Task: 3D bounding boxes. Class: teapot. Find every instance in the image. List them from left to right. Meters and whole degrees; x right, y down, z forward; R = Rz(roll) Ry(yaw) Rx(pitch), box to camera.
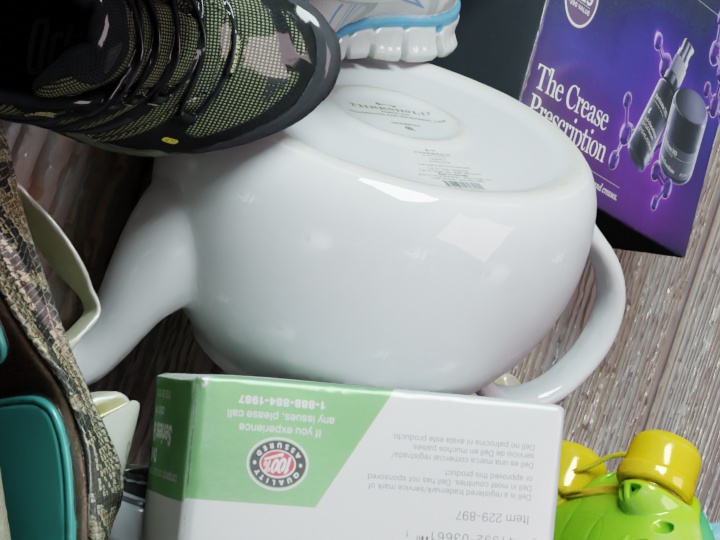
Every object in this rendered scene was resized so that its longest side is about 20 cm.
[{"bbox_3d":[0.000,0.000,1.067,0.197,0.199,0.147,-41,149,-64],"label":"teapot"}]

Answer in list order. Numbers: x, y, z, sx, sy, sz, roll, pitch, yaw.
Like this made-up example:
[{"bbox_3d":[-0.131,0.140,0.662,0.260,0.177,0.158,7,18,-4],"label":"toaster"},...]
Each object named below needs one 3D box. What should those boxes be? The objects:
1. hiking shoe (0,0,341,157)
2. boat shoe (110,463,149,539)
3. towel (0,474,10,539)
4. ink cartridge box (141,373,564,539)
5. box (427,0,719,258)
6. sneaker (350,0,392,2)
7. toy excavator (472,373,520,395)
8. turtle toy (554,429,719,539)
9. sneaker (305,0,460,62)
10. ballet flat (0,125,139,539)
[{"bbox_3d":[-0.092,-0.075,0.911,0.199,0.101,0.076,2,99,-23],"label":"hiking shoe"},{"bbox_3d":[-0.022,0.091,1.046,0.199,0.069,0.057,8,93,-29],"label":"boat shoe"},{"bbox_3d":[-0.206,0.076,0.846,0.192,0.034,0.201,-8,88,-41],"label":"towel"},{"bbox_3d":[-0.010,0.144,0.959,0.144,0.087,0.201,5,86,-16],"label":"ink cartridge box"},{"bbox_3d":[0.107,-0.101,1.277,0.200,0.079,0.142,24,77,-55],"label":"box"},{"bbox_3d":[-0.010,-0.193,1.011,0.082,0.077,0.201,102,-18,-49],"label":"sneaker"},{"bbox_3d":[0.038,0.126,1.198,0.194,0.099,0.201,35,49,-56],"label":"toy excavator"},{"bbox_3d":[0.118,0.167,1.283,0.101,0.200,0.146,33,67,-23],"label":"turtle toy"},{"bbox_3d":[-0.017,-0.129,1.055,0.200,0.075,0.087,-24,137,-56],"label":"sneaker"},{"bbox_3d":[-0.122,0.035,0.958,0.075,0.068,0.201,-29,105,-47],"label":"ballet flat"}]
